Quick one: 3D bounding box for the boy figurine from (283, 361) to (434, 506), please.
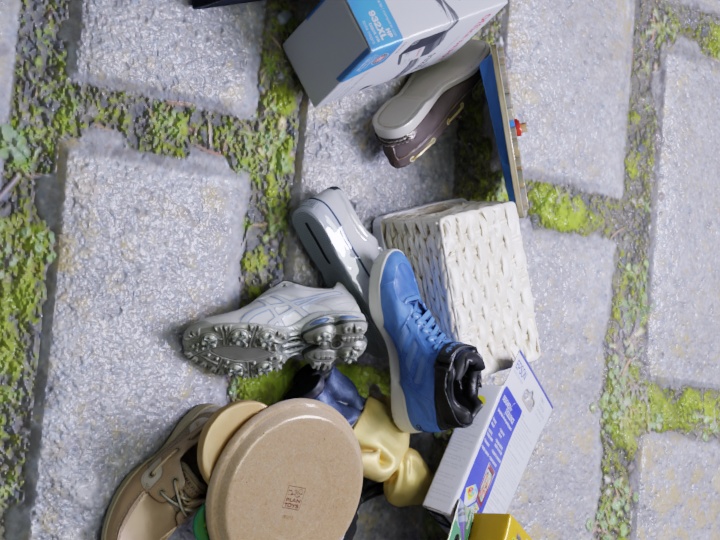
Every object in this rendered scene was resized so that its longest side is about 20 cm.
[{"bbox_3d":[0.010,0.177,1.764,0.200,0.064,0.125,46,37,-20],"label":"boy figurine"}]

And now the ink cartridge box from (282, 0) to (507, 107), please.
[{"bbox_3d":[0.038,-0.266,1.755,0.199,0.145,0.084,-24,82,-33],"label":"ink cartridge box"}]

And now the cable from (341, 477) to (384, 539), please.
[{"bbox_3d":[-0.023,0.263,1.783,0.097,0.050,0.201,44,51,-17],"label":"cable"}]

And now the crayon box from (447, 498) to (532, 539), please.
[{"bbox_3d":[0.154,0.348,1.740,0.200,0.051,0.127,50,48,-40],"label":"crayon box"}]

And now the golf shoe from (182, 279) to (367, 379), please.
[{"bbox_3d":[-0.094,0.056,1.710,0.198,0.079,0.098,-1,46,-17],"label":"golf shoe"}]

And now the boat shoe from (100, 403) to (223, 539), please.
[{"bbox_3d":[-0.186,0.215,1.633,0.071,0.064,0.201,47,63,-26],"label":"boat shoe"}]

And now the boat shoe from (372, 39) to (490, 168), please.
[{"bbox_3d":[0.087,-0.193,1.854,0.200,0.071,0.060,-47,135,-35],"label":"boat shoe"}]

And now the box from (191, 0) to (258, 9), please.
[{"bbox_3d":[-0.089,-0.390,1.696,0.195,0.117,0.202,-15,96,-37],"label":"box"}]

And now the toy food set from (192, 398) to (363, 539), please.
[{"bbox_3d":[-0.082,0.225,1.649,0.199,0.048,0.200,-3,103,-38],"label":"toy food set"}]

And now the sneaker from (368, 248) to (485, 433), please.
[{"bbox_3d":[0.078,0.073,1.722,0.076,0.110,0.202,-12,95,-52],"label":"sneaker"}]

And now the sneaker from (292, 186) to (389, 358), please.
[{"bbox_3d":[0.000,0.000,1.778,0.071,0.073,0.201,-39,114,-35],"label":"sneaker"}]

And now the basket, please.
[{"bbox_3d":[0.112,0.024,1.829,0.135,0.123,0.202,-14,97,-36],"label":"basket"}]

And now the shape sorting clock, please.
[{"bbox_3d":[0.172,-0.160,1.861,0.039,0.200,0.202,-13,98,5],"label":"shape sorting clock"}]

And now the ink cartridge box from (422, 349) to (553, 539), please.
[{"bbox_3d":[0.146,0.207,1.832,0.201,0.047,0.198,-67,155,-16],"label":"ink cartridge box"}]
